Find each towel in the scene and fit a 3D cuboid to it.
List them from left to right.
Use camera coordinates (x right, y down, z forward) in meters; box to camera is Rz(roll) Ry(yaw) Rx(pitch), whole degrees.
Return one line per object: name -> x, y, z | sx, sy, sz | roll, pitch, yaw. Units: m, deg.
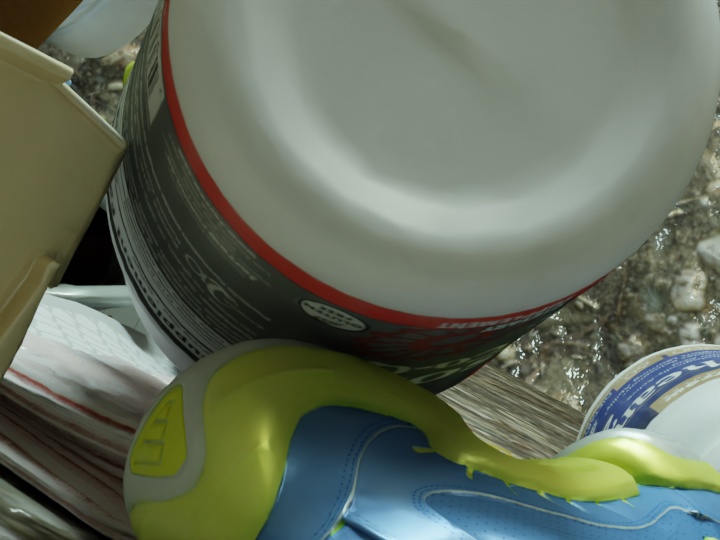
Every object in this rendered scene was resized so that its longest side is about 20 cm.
towel -> -0.040, 0.049, 0.716 | 0.191, 0.032, 0.200 | 29, 3, 38

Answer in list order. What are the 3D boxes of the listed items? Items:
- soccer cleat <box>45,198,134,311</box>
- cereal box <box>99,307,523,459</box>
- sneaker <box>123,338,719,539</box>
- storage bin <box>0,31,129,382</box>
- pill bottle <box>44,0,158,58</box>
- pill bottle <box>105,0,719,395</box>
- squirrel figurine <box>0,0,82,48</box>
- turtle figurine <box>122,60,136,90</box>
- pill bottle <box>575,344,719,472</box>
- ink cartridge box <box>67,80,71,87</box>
soccer cleat -> -0.140, -0.031, 0.774 | 0.200, 0.069, 0.085 | 23, -6, -37
cereal box -> -0.041, 0.037, 0.928 | 0.200, 0.040, 0.144 | 28, 3, 29
sneaker -> 0.043, 0.081, 0.573 | 0.200, 0.076, 0.105 | 17, 19, -36
storage bin -> -0.185, -0.056, 0.596 | 0.198, 0.094, 0.200 | 27, 1, -39
pill bottle -> -0.174, -0.172, 1.130 | 0.200, 0.114, 0.114 | 27, 1, -39
pill bottle -> 0.001, -0.029, 0.625 | 0.116, 0.116, 0.200 | 27, -15, -4
squirrel figurine -> -0.196, -0.135, 0.962 | 0.187, 0.200, 0.141 | 43, -20, -14
turtle figurine -> -0.077, -0.038, 0.958 | 0.199, 0.065, 0.161 | -2, -1, 13
pill bottle -> 0.148, 0.091, 1.040 | 0.111, 0.111, 0.200 | 27, 1, -5
ink cartridge box -> -0.228, -0.088, 1.111 | 0.200, 0.084, 0.145 | 26, 1, -9
